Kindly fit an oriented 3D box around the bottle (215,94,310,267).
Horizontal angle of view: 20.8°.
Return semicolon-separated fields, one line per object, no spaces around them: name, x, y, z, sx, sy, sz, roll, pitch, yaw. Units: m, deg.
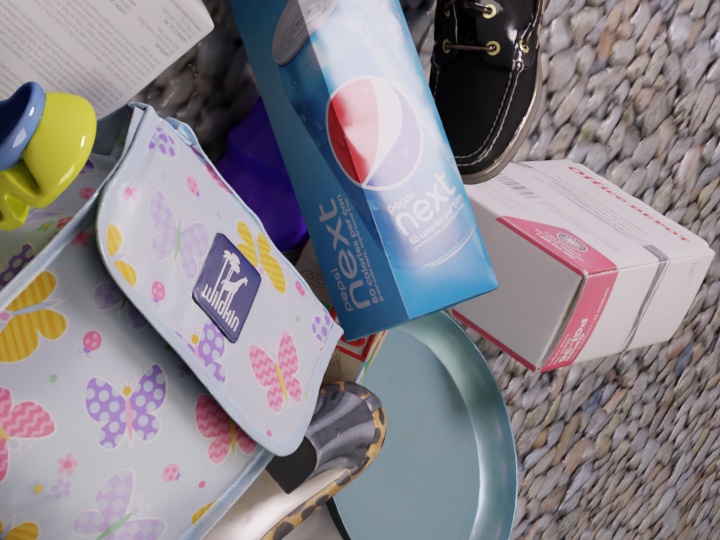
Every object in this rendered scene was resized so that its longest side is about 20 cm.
bottle;-0.064;-0.022;1.126;0.083;0.065;0.201;-17;133;-63

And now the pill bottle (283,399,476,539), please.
pill bottle;-0.018;0.129;1.307;0.200;0.111;0.112;-14;131;-52

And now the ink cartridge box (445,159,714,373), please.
ink cartridge box;0.136;-0.008;1.370;0.200;0.146;0.083;-7;126;-55

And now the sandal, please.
sandal;-0.210;-0.029;0.865;0.200;0.080;0.087;-41;116;18

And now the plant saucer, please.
plant saucer;0.033;0.117;1.262;0.200;0.027;0.201;22;61;-46

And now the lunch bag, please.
lunch bag;-0.119;0.040;0.934;0.200;0.127;0.170;-45;119;-17

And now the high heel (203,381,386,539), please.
high heel;-0.074;0.132;1.059;0.200;0.072;0.143;-35;176;19

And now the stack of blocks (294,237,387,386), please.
stack of blocks;0.000;0.000;1.174;0.200;0.058;0.115;-62;175;-47

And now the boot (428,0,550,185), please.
boot;0.062;-0.167;1.134;0.151;0.073;0.201;48;56;-59

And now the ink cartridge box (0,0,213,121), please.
ink cartridge box;-0.183;-0.097;0.907;0.200;0.050;0.161;-38;152;4

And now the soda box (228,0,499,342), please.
soda box;0.000;-0.070;1.041;0.064;0.201;0.068;-19;179;-33
